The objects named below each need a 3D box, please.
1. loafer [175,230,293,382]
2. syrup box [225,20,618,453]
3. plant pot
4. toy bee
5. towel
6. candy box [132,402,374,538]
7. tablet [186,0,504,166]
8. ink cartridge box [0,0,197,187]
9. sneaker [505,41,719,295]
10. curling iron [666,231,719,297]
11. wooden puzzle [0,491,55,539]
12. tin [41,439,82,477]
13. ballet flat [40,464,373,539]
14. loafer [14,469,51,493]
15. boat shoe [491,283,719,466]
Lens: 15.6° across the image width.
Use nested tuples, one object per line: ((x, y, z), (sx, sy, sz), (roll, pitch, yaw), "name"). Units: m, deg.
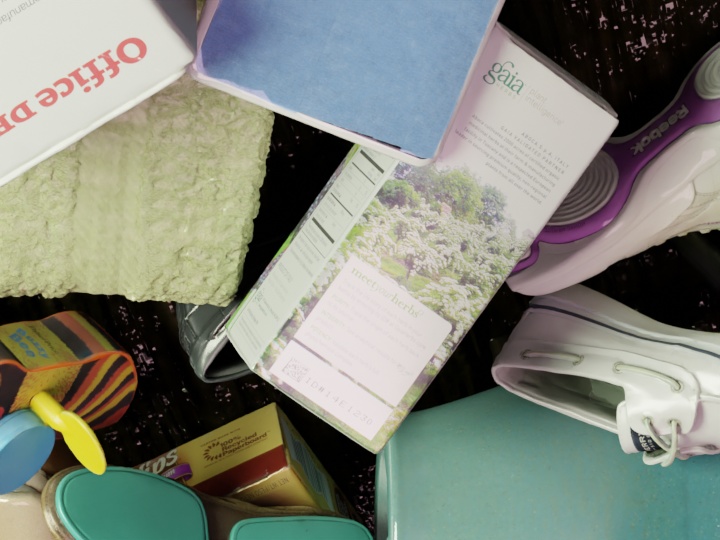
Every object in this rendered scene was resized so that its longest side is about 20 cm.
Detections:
((0.000, 0.000, 1.332), (0.200, 0.071, 0.068), (-25, 133, 11), "loafer")
((0.028, -0.022, 1.255), (0.079, 0.081, 0.201), (34, 93, -17), "syrup box")
((0.102, 0.144, 1.410), (0.187, 0.201, 0.201), (0, 132, -4), "plant pot")
((-0.178, 0.060, 1.292), (0.130, 0.200, 0.109), (29, 126, 7), "toy bee")
((-0.112, -0.071, 1.255), (0.147, 0.037, 0.201), (3, 122, -9), "towel")
((-0.051, 0.173, 1.490), (0.116, 0.057, 0.200), (-25, 133, 10), "candy box")
((0.014, -0.157, 1.170), (0.129, 0.014, 0.201), (20, 98, -20), "tablet")
((-0.182, -0.145, 1.129), (0.145, 0.083, 0.200), (-29, 120, 14), "ink cartridge box")
((0.163, -0.037, 1.330), (0.199, 0.075, 0.100), (-34, 130, 19), "sneaker")
((0.210, 0.027, 1.433), (0.049, 0.026, 0.200), (-33, 130, 13), "curling iron")
((-0.244, 0.175, 1.404), (0.199, 0.037, 0.186), (8, 123, 18), "wooden puzzle")
((-0.214, 0.162, 1.458), (0.111, 0.042, 0.201), (6, 130, -23), "tin")
((-0.088, 0.147, 1.382), (0.199, 0.068, 0.072), (9, 154, -31), "ballet flat")
((-0.164, 0.183, 1.429), (0.071, 0.063, 0.201), (4, 123, 22), "loafer")
((0.154, 0.068, 1.312), (0.067, 0.199, 0.074), (-48, 133, -23), "boat shoe")
